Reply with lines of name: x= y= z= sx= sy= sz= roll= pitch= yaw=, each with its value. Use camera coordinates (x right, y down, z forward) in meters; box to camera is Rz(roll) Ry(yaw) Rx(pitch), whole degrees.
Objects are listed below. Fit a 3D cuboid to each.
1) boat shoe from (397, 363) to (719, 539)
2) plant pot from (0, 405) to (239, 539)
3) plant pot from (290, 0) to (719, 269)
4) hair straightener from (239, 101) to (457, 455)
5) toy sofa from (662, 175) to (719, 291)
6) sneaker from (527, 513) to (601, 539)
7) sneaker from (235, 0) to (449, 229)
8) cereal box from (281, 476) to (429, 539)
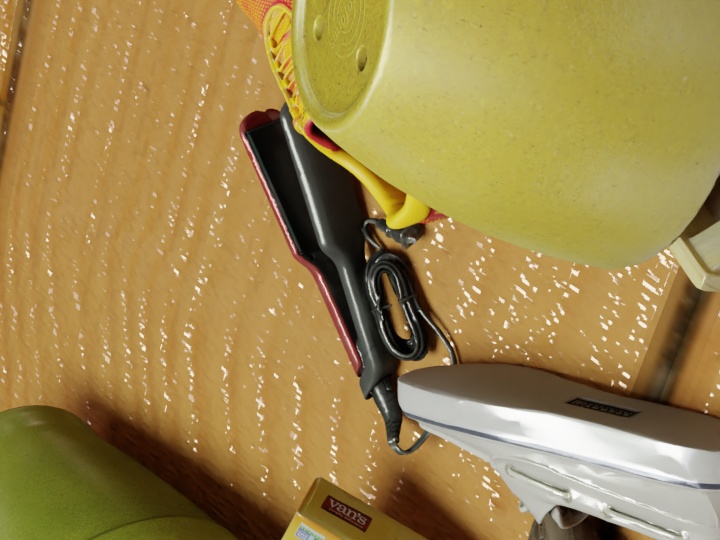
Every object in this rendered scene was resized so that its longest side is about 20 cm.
boat shoe: x=0.101 y=0.092 z=1.026 sx=0.199 sy=0.072 sz=0.066 roll=11 pitch=106 yaw=34
plant pot: x=-0.173 y=0.185 z=1.253 sx=0.193 sy=0.200 sz=0.201 roll=46 pitch=131 yaw=40
plant pot: x=0.053 y=-0.104 z=0.904 sx=0.200 sy=0.142 sz=0.201 roll=-177 pitch=90 yaw=-65
hair straightener: x=0.000 y=0.000 z=1.112 sx=0.077 sy=0.041 sz=0.201 roll=-20 pitch=88 yaw=46
toy sofa: x=0.198 y=-0.088 z=0.872 sx=0.083 sy=0.097 sz=0.200 roll=-118 pitch=39 yaw=-46
sneaker: x=0.134 y=0.209 z=1.036 sx=0.070 sy=0.075 sz=0.201 roll=114 pitch=148 yaw=-64
sneaker: x=-0.012 y=-0.105 z=1.066 sx=0.200 sy=0.077 sz=0.073 roll=48 pitch=133 yaw=25
cereal box: x=-0.004 y=0.222 z=1.149 sx=0.144 sy=0.040 sz=0.200 roll=29 pitch=126 yaw=3
